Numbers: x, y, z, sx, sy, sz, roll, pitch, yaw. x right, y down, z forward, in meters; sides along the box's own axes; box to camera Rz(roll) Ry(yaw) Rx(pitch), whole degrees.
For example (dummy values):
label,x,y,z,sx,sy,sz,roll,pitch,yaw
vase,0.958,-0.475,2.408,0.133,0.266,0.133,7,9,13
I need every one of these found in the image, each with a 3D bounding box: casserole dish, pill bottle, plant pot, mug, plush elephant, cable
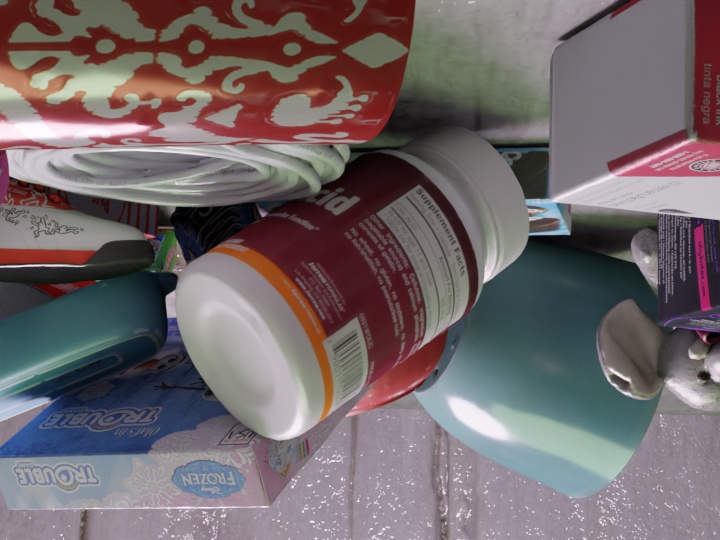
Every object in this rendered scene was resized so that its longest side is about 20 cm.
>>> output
label,x,y,z,sx,sy,sz,roll,pitch,yaw
casserole dish,-0.201,0.056,1.016,0.198,0.039,0.121,-23,169,-6
pill bottle,0.000,0.000,0.942,0.199,0.115,0.114,-34,-168,-33
plant pot,0.134,0.065,1.317,0.159,0.203,0.200,20,165,-17
mug,-0.083,-0.104,0.548,0.198,0.135,0.177,1,173,-18
plush elephant,0.266,0.034,1.189,0.163,0.157,0.200,4,169,-16
cable,-0.104,-0.081,0.853,0.199,0.070,0.199,-7,169,42

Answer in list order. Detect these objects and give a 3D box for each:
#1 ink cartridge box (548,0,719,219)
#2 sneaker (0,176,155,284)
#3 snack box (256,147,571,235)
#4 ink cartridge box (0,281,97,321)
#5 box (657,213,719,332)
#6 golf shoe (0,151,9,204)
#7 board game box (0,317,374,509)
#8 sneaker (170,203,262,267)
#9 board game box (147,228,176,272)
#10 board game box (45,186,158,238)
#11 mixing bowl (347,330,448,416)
label,x,y,z,sx,sy,sz,roll,pitch,yaw
ink cartridge box,0.210,-0.076,0.782,0.198,0.085,0.145,5,170,-18
sneaker,-0.220,-0.049,0.943,0.199,0.109,0.067,-1,170,-1
snack box,0.039,-0.050,1.094,0.197,0.038,0.116,0,170,13
ink cartridge box,-0.247,0.000,1.071,0.198,0.048,0.160,-14,-166,-26
box,0.280,-0.025,0.995,0.121,0.107,0.200,6,169,-18
golf shoe,-0.270,-0.071,0.771,0.199,0.076,0.091,34,145,-22
board game box,-0.101,0.085,1.039,0.198,0.044,0.199,-5,-157,28
sneaker,-0.096,-0.017,1.092,0.078,0.090,0.200,-31,-168,-3
board game box,-0.248,-0.008,1.265,0.197,0.029,0.135,1,-165,-2
board game box,-0.261,-0.051,1.111,0.198,0.047,0.151,-3,170,28
mixing bowl,-0.010,0.043,1.206,0.198,0.110,0.200,-17,-171,3
